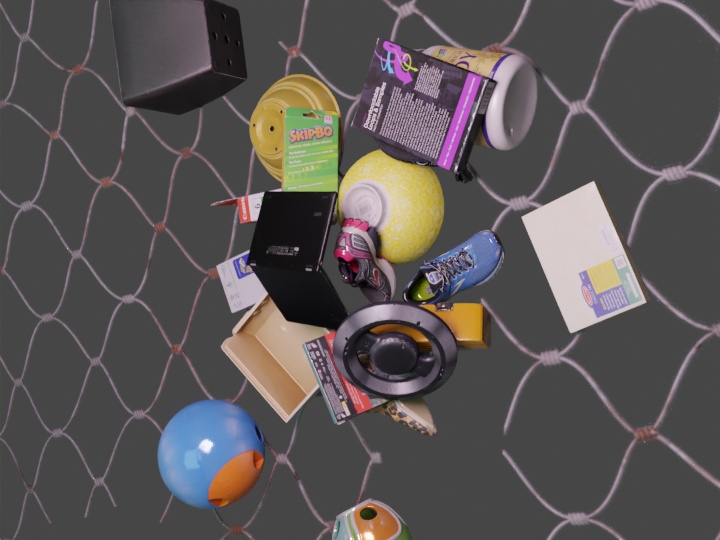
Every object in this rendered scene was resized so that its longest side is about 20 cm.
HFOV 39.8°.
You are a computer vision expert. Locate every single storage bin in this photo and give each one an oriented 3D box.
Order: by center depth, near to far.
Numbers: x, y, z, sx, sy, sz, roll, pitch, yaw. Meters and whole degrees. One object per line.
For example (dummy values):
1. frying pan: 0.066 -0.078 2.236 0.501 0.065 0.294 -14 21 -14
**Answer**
1. storage bin: -0.121 0.124 1.776 0.199 0.094 0.200 47 121 9

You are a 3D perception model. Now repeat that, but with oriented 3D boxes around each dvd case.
1. dvd case: 0.019 0.154 1.666 0.147 0.199 0.022 65 161 10

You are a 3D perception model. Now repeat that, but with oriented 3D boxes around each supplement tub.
1. supplement tub: 0.159 -0.272 1.549 0.199 0.145 0.146 15 102 31

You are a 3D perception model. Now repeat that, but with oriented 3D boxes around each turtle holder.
1. turtle holder: 0.019 0.471 1.730 0.141 0.186 0.132 -29 78 -1

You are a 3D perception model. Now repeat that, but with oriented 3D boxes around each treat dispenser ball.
1. treat dispenser ball: -0.278 0.342 1.859 0.200 0.201 0.202 3 96 33

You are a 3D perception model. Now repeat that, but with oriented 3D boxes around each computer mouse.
1. computer mouse: 0.084 -0.193 1.585 0.199 0.140 0.046 31 87 12

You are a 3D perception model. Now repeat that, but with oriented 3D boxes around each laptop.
1. laptop: -0.083 -0.017 1.620 0.187 0.116 0.201 5 80 47

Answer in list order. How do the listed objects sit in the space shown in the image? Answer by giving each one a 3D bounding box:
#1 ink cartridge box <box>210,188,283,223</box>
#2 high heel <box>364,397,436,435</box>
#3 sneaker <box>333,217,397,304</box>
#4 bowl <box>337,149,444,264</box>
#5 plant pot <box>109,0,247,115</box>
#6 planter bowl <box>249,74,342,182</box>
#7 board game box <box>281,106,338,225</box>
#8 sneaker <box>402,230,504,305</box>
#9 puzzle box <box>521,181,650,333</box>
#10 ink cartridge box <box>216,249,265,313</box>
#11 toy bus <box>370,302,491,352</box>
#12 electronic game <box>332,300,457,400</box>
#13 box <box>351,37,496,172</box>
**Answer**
1. ink cartridge box: -0.160 -0.113 1.794 0.199 0.109 0.051 -9 89 34
2. high heel: 0.039 0.250 1.733 0.200 0.071 0.143 41 125 21
3. sneaker: 0.000 0.000 1.656 0.080 0.200 0.075 8 56 29
4. bowl: 0.029 -0.107 1.672 0.199 0.107 0.201 4 97 33
5. plant pot: -0.322 -0.409 1.832 0.177 0.200 0.201 -7 90 23
6. planter bowl: -0.137 -0.252 1.781 0.200 0.083 0.202 3 96 32
7. board game box: -0.086 -0.179 1.698 0.030 0.095 0.201 143 129 -71
8. sneaker: 0.148 0.006 1.615 0.200 0.089 0.079 -40 75 29
9. puzzle box: 0.343 -0.019 1.524 0.133 0.025 0.201 -26 80 32
10. ink cartridge box: -0.176 0.002 1.857 0.199 0.039 0.100 -22 83 34
11. toy bus: 0.108 0.095 1.628 0.199 0.078 0.065 -4 70 21
12. electronic game: 0.054 0.130 1.579 0.199 0.042 0.201 3 126 4
13. box: 0.090 -0.249 1.489 0.199 0.036 0.144 28 109 27
